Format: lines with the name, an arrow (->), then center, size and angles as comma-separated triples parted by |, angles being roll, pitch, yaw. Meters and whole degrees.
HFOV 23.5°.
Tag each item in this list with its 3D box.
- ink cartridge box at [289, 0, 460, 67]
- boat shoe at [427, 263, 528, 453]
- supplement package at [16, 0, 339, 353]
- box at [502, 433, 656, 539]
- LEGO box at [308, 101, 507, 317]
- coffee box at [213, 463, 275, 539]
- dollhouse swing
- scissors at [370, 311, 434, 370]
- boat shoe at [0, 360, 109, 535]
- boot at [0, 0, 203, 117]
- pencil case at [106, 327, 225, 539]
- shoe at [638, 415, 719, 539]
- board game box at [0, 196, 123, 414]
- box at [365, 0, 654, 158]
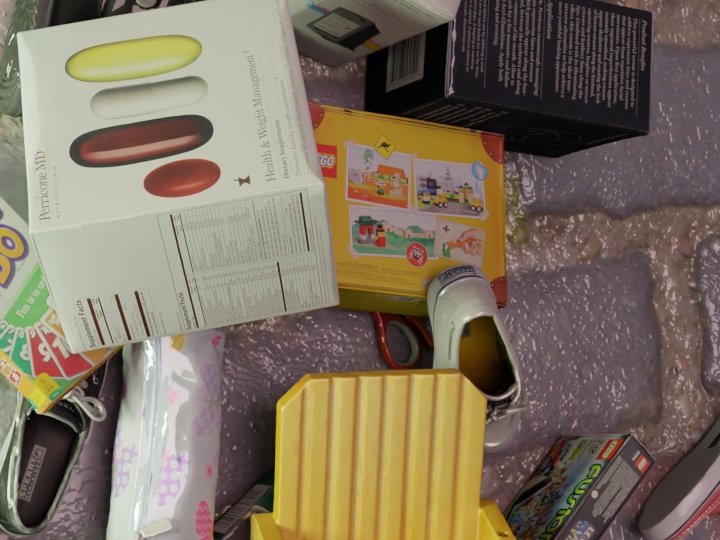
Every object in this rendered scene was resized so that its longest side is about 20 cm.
ink cartridge box -> 0.014, -0.259, 1.383 | 0.085, 0.200, 0.149 | 24, 75, -23
boat shoe -> 0.104, 0.093, 1.406 | 0.074, 0.086, 0.203 | -16, 132, -8
supplement package -> -0.131, -0.073, 1.243 | 0.198, 0.148, 0.192 | -10, 54, -3
box -> 0.154, 0.222, 1.455 | 0.035, 0.110, 0.200 | 47, 67, -15
LEGO box -> 0.019, -0.046, 1.423 | 0.199, 0.077, 0.150 | 7, 75, -27
coffee box -> -0.018, 0.193, 1.407 | 0.200, 0.044, 0.123 | -42, 103, -24
dollhouse swing -> 0.031, 0.194, 1.298 | 0.198, 0.182, 0.177 | 0, 118, -17
scissors -> 0.000, 0.000, 1.456 | 0.073, 0.014, 0.200 | -45, 103, -24
boat shoe -> -0.229, 0.100, 1.297 | 0.073, 0.068, 0.201 | 26, 74, -22
boot -> -0.172, -0.174, 1.362 | 0.199, 0.066, 0.166 | 17, 79, -29
pencil case -> -0.151, 0.134, 1.322 | 0.091, 0.083, 0.202 | 21, 71, -62
shoe -> 0.340, 0.197, 1.571 | 0.091, 0.071, 0.200 | 50, 62, -8
board game box -> -0.268, 0.004, 1.269 | 0.200, 0.030, 0.096 | 44, 46, 3
box -> 0.125, -0.168, 1.458 | 0.199, 0.148, 0.108 | 7, 82, -26
